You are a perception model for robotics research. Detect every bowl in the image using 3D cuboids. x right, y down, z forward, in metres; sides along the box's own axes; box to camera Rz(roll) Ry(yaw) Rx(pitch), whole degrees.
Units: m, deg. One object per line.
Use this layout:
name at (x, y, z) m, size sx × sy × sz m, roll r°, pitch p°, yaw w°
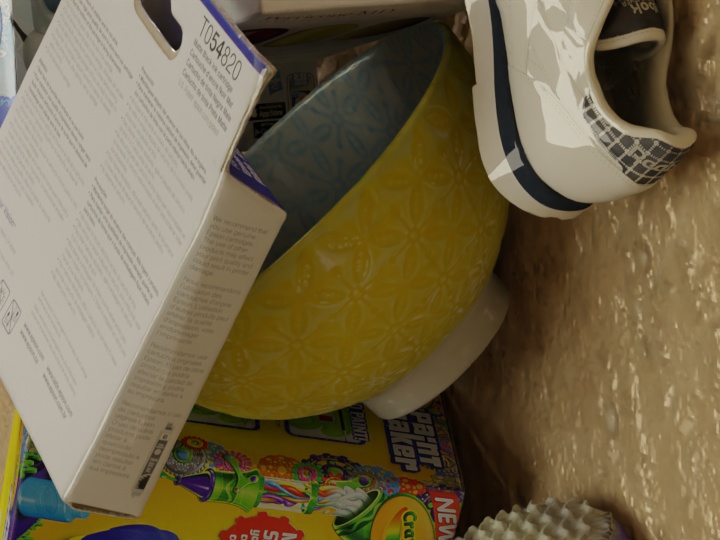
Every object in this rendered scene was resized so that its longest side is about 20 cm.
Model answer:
bowl at (0.000, 0.000, 1.184) m, size 0.108 × 0.200 × 0.200 m, roll 46°, pitch 161°, yaw -15°

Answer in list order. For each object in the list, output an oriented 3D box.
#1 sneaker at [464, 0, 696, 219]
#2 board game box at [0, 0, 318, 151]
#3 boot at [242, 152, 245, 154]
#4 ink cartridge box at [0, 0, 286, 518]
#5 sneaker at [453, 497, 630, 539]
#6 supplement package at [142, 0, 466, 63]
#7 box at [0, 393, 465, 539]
sneaker at (0.081, -0.123, 1.068) m, size 0.080 × 0.076 × 0.200 m, roll -25°, pitch 76°, yaw 52°
board game box at (-0.105, -0.152, 1.305) m, size 0.043 × 0.200 × 0.199 m, roll 1°, pitch 96°, yaw 42°
boot at (-0.117, -0.078, 1.479) m, size 0.200 × 0.090 × 0.073 m, roll 158°, pitch 105°, yaw -65°
ink cartridge box at (-0.096, -0.035, 1.124) m, size 0.200 × 0.041 × 0.200 m, roll -64°, pitch 34°, yaw 21°
sneaker at (0.052, 0.177, 1.165) m, size 0.200 × 0.100 × 0.070 m, roll -37°, pitch 17°, yaw 26°
supplement package at (-0.034, -0.152, 1.178) m, size 0.200 × 0.114 × 0.110 m, roll 172°, pitch 91°, yaw -68°
box at (-0.071, 0.144, 1.252) m, size 0.122 × 0.192 × 0.200 m, roll -102°, pitch 22°, yaw -64°
